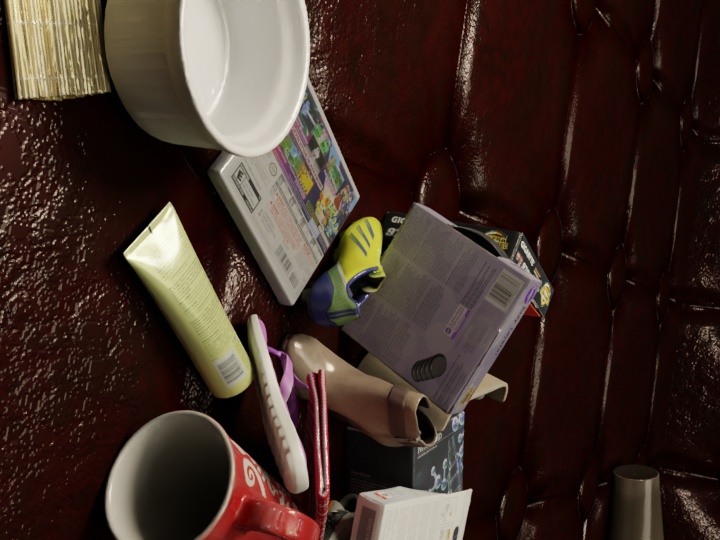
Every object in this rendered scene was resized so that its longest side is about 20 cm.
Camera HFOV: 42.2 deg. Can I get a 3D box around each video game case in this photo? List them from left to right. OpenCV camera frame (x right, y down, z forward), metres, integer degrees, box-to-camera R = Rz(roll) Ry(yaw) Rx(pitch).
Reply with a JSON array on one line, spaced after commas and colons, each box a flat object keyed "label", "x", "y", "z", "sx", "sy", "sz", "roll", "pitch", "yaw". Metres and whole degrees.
[{"label": "video game case", "x": -0.078, "y": -0.094, "z": 1.034, "sx": 0.183, "sy": 0.023, "sz": 0.201, "roll": -60, "pitch": 141, "yaw": -34}]

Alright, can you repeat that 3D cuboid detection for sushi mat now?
[{"label": "sushi mat", "x": -0.244, "y": -0.236, "z": 0.737, "sx": 0.096, "sy": 0.012, "sz": 0.202, "roll": -25, "pitch": 117, "yaw": -56}]

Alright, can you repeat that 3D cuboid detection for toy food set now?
[{"label": "toy food set", "x": 0.098, "y": 0.157, "z": 1.262, "sx": 0.200, "sy": 0.143, "sz": 0.061, "roll": -5, "pitch": 117, "yaw": -59}]

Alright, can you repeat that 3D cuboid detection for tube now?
[{"label": "tube", "x": -0.162, "y": 0.036, "z": 0.901, "sx": 0.058, "sy": 0.052, "sz": 0.201, "roll": -118, "pitch": -176, "yaw": -55}]

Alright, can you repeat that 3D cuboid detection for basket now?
[{"label": "basket", "x": 0.699, "y": 0.607, "z": 2.364, "sx": 0.180, "sy": 0.135, "sz": 0.202, "roll": -11, "pitch": 102, "yaw": -52}]

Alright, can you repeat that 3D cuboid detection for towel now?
[{"label": "towel", "x": -0.050, "y": 0.216, "z": 1.011, "sx": 0.201, "sy": 0.022, "sz": 0.145, "roll": 99, "pitch": -11, "yaw": -55}]

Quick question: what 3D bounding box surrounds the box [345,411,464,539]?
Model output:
[{"label": "box", "x": 0.061, "y": 0.294, "z": 1.260, "sx": 0.148, "sy": 0.106, "sz": 0.202, "roll": -16, "pitch": 109, "yaw": -56}]

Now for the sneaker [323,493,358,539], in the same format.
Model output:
[{"label": "sneaker", "x": -0.050, "y": 0.328, "z": 1.129, "sx": 0.200, "sy": 0.073, "sz": 0.080, "roll": -10, "pitch": 95, "yaw": -64}]

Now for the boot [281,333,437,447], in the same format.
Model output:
[{"label": "boot", "x": 0.007, "y": 0.145, "z": 1.101, "sx": 0.200, "sy": 0.145, "sz": 0.071, "roll": 54, "pitch": 53, "yaw": -48}]

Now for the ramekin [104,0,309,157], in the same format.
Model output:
[{"label": "ramekin", "x": -0.135, "y": -0.203, "z": 0.832, "sx": 0.200, "sy": 0.097, "sz": 0.202, "roll": -19, "pitch": 111, "yaw": -60}]

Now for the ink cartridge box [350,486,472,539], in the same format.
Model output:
[{"label": "ink cartridge box", "x": 0.057, "y": 0.350, "z": 1.160, "sx": 0.199, "sy": 0.050, "sz": 0.164, "roll": 8, "pitch": 93, "yaw": -54}]

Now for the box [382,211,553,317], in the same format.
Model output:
[{"label": "box", "x": 0.140, "y": -0.007, "z": 1.241, "sx": 0.159, "sy": 0.199, "sz": 0.046, "roll": 49, "pitch": 59, "yaw": -51}]

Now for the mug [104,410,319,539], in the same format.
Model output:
[{"label": "mug", "x": -0.124, "y": 0.247, "z": 0.893, "sx": 0.133, "sy": 0.177, "sz": 0.200, "roll": -45, "pitch": 144, "yaw": -8}]

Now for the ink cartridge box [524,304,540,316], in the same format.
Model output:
[{"label": "ink cartridge box", "x": 0.122, "y": 0.049, "z": 1.221, "sx": 0.109, "sy": 0.199, "sz": 0.051, "roll": 42, "pitch": 60, "yaw": -53}]

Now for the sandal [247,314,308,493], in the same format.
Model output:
[{"label": "sandal", "x": -0.077, "y": 0.134, "z": 0.958, "sx": 0.083, "sy": 0.049, "sz": 0.204, "roll": 100, "pitch": -25, "yaw": -52}]

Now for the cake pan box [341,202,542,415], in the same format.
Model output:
[{"label": "cake pan box", "x": 0.096, "y": 0.041, "z": 1.134, "sx": 0.201, "sy": 0.184, "sz": 0.052, "roll": -61, "pitch": 154, "yaw": 9}]

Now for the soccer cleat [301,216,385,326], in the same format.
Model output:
[{"label": "soccer cleat", "x": 0.000, "y": 0.001, "z": 1.111, "sx": 0.200, "sy": 0.083, "sz": 0.065, "roll": -58, "pitch": 140, "yaw": -51}]
